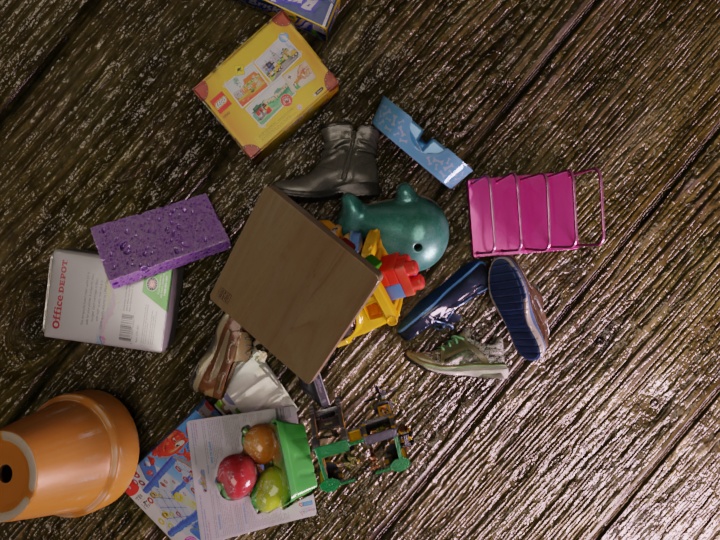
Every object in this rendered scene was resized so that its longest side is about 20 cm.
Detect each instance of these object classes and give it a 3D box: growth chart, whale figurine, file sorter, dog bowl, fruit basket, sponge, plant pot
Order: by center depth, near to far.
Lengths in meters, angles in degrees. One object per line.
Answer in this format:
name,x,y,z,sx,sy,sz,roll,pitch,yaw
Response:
plant pot,-0.492,0.302,0.848,0.196,0.183,0.204,-1,84,12
fruit basket,-0.179,0.329,0.882,0.197,0.094,0.188,-3,61,-29
sponge,-0.328,-0.053,0.885,0.197,0.030,0.112,-22,64,-21
whale figurine,0.056,-0.068,0.906,0.197,0.104,0.161,15,113,-11
dog bowl,0.102,-0.216,0.917,0.199,0.112,0.050,39,105,-5
file sorter,0.299,-0.101,0.920,0.196,0.125,0.142,-5,91,-3
growth chart,-0.192,0.242,0.970,0.143,0.018,0.202,-30,95,-1

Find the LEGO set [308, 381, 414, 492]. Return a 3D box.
LEGO set,-0.009,0.291,0.957,0.197,0.116,0.155,-21,124,2

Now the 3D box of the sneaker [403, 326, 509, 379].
sneaker,0.174,0.145,0.968,0.196,0.077,0.090,7,80,-9

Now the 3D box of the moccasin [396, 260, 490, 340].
moccasin,0.157,0.066,0.949,0.199,0.080,0.069,-38,99,1

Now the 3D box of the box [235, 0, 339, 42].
box,-0.135,-0.470,0.906,0.197,0.064,0.071,23,92,-5

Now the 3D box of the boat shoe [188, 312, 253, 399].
boat shoe,-0.220,0.131,0.930,0.073,0.076,0.202,29,94,3

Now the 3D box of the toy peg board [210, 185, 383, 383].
toy peg board,-0.082,0.014,0.772,0.198,0.098,0.201,38,114,9

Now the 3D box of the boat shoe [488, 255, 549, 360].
boat shoe,0.287,0.057,0.959,0.072,0.072,0.203,-36,112,-40

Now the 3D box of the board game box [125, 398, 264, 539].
board game box,-0.285,0.372,0.946,0.195,0.056,0.200,-42,95,5

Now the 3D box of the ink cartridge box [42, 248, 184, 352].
ink cartridge box,-0.417,0.049,0.911,0.196,0.088,0.148,8,92,-5

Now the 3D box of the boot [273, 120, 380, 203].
boot,-0.060,-0.189,0.935,0.196,0.068,0.133,-5,89,-11

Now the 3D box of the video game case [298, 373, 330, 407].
video game case,-0.107,0.121,0.906,0.019,0.143,0.203,-18,94,-18

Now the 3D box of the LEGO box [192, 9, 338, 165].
LEGO box,-0.156,-0.305,0.908,0.199,0.077,0.149,-40,95,0

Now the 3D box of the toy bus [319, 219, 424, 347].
toy bus,0.000,0.000,0.860,0.189,0.136,0.202,-18,116,26
